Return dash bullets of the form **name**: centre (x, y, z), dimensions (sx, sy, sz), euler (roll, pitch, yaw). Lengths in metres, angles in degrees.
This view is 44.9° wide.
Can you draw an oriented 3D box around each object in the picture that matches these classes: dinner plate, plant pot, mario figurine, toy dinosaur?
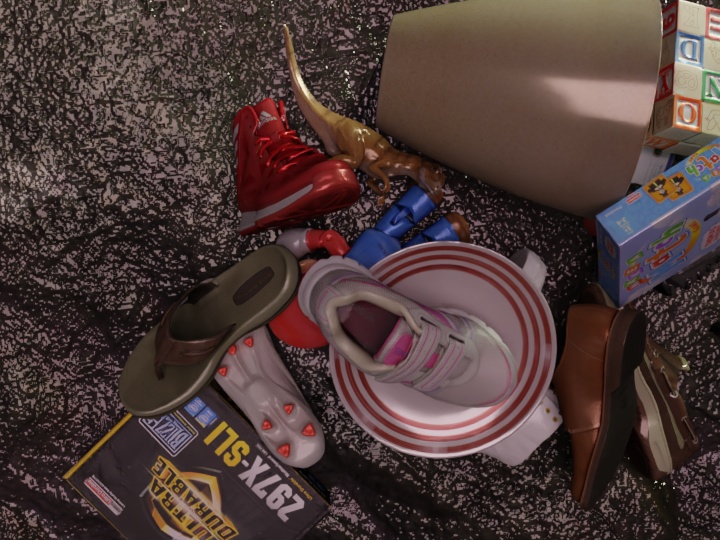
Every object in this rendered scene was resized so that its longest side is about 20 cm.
- **dinner plate**: centre (0.072, 0.070, 0.771), dimensions (0.200, 0.024, 0.200), euler (-1, 104, -3)
- **plant pot**: centre (0.118, -0.149, 0.716), dimensions (0.200, 0.187, 0.188), euler (10, 93, 2)
- **mario figurine**: centre (0.000, 0.000, 0.819), dimensions (0.200, 0.123, 0.106), euler (-35, 136, -7)
- **toy dinosaur**: centre (-0.016, -0.117, 0.793), dimensions (0.200, 0.060, 0.106), euler (36, 91, 4)

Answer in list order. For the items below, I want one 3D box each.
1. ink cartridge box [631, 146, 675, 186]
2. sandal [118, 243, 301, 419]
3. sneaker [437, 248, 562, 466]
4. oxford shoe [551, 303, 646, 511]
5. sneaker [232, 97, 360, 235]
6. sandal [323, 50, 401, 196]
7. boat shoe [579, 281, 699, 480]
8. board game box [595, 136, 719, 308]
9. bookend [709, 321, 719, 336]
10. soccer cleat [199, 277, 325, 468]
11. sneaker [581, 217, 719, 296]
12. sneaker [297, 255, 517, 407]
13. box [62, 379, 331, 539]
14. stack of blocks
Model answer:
- **ink cartridge box**: centre (0.203, -0.151, 0.823), dimensions (0.200, 0.039, 0.100), euler (20, 93, -2)
- **sandal**: centre (-0.140, 0.045, 0.759), dimensions (0.201, 0.057, 0.080), euler (-44, 62, 6)
- **sneaker**: centre (0.153, 0.087, 0.825), dimensions (0.115, 0.074, 0.200), euler (24, 101, -6)
- **oxford shoe**: centre (0.205, 0.121, 0.782), dimensions (0.071, 0.071, 0.200), euler (15, 112, 34)
- **sneaker**: centre (-0.071, -0.097, 0.741), dimensions (0.078, 0.200, 0.116), euler (-13, 90, -29)
- **sandal**: centre (0.032, -0.154, 0.819), dimensions (0.075, 0.045, 0.200), euler (41, 106, 1)
- **boat shoe**: centre (0.270, 0.095, 0.829), dimensions (0.075, 0.075, 0.202), euler (-23, 106, -9)
- **board game box**: centre (0.286, -0.057, 0.709), dimensions (0.200, 0.151, 0.037), euler (-32, 64, 3)
- **bookend**: centre (0.473, 0.009, 0.818), dimensions (0.200, 0.092, 0.199), euler (21, 91, -2)
- **soccer cleat**: centre (-0.099, 0.098, 0.817), dimensions (0.069, 0.078, 0.200), euler (-32, 75, -6)
- **sneaker**: centre (0.312, -0.027, 0.820), dimensions (0.200, 0.071, 0.098), euler (-7, 94, 0)
- **sneaker**: centre (0.039, 0.063, 0.711), dimensions (0.200, 0.088, 0.081), euler (24, 102, -7)
- **box**: centre (-0.151, 0.206, 0.829), dimensions (0.160, 0.049, 0.200), euler (-44, 94, -1)
- **stack of blocks**: centre (0.352, -0.159, 0.787), dimensions (0.200, 0.059, 0.115), euler (7, 81, -15)
